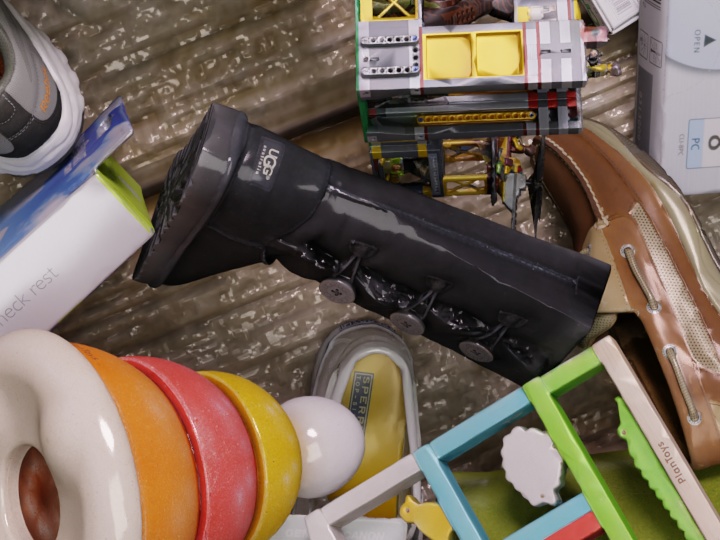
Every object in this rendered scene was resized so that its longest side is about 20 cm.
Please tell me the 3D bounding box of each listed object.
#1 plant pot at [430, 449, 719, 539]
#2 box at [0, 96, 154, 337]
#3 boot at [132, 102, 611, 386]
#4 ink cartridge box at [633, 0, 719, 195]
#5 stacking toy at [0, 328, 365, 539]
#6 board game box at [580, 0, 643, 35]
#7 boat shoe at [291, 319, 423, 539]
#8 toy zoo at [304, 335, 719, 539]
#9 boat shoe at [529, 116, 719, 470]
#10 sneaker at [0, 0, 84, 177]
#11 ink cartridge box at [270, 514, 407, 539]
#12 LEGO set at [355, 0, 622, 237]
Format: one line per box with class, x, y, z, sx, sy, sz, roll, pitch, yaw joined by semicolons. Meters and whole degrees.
plant pot;0.128;0.172;1.002;0.192;0.200;0.201;4;97;5
box;-0.172;0.006;0.966;0.200;0.122;0.048;-42;106;1
boot;0.000;0.000;0.970;0.199;0.165;0.066;20;73;-12
ink cartridge box;0.238;-0.125;1.012;0.199;0.047;0.161;-4;111;-10
stacking toy;-0.074;0.092;0.918;0.200;0.146;0.147;-6;100;-39
board game box;0.125;-0.236;1.012;0.126;0.035;0.200;-32;100;-1
boat shoe;0.003;0.130;1.021;0.074;0.086;0.203;6;96;-7
toy zoo;0.063;0.136;0.928;0.200;0.020;0.131;-32;73;9
boat shoe;0.135;0.010;0.981;0.074;0.076;0.200;-27;60;-12
sneaker;-0.207;-0.133;0.948;0.074;0.079;0.200;-43;75;2
ink cartridge box;-0.060;0.204;1.018;0.162;0.050;0.201;2;107;0
LEGO set;0.060;-0.110;0.933;0.115;0.200;0.154;-2;62;3
